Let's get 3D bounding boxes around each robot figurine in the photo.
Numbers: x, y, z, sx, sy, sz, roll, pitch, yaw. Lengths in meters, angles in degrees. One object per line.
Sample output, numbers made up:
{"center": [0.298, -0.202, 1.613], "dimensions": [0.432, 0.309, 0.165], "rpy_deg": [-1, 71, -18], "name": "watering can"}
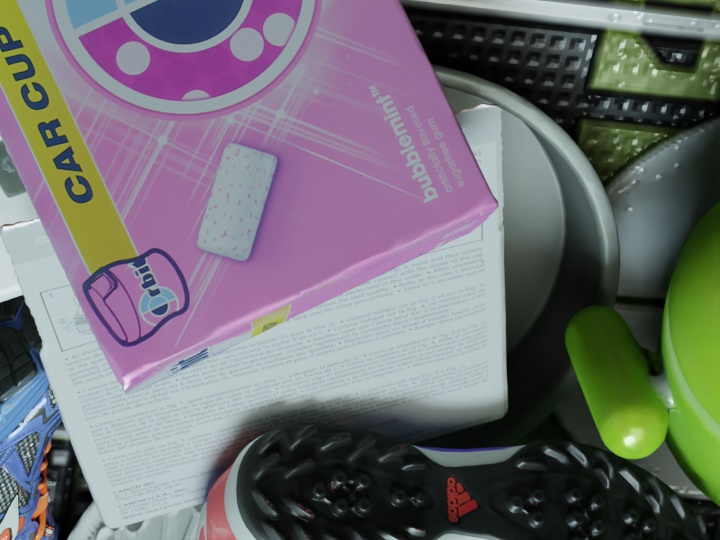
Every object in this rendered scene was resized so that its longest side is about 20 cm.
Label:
{"center": [0.170, 0.031, 0.784], "dimensions": [0.175, 0.116, 0.200], "rpy_deg": [-16, 161, 0], "name": "robot figurine"}

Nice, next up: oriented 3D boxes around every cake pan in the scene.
{"center": [0.000, 0.000, 0.818], "dimensions": [0.200, 0.037, 0.201], "rpy_deg": [-4, 124, -5], "name": "cake pan"}

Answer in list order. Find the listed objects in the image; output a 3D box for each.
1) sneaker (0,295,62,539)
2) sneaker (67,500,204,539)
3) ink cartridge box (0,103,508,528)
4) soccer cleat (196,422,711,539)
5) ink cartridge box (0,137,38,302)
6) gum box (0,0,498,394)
{"center": [-0.152, 0.085, 0.842], "dimensions": [0.078, 0.075, 0.200], "rpy_deg": [17, 128, -28], "name": "sneaker"}
{"center": [-0.057, 0.153, 0.885], "dimensions": [0.146, 0.081, 0.200], "rpy_deg": [15, 126, -40], "name": "sneaker"}
{"center": [-0.031, 0.007, 0.718], "dimensions": [0.161, 0.050, 0.200], "rpy_deg": [-15, 145, -5], "name": "ink cartridge box"}
{"center": [0.037, 0.100, 0.781], "dimensions": [0.200, 0.068, 0.073], "rpy_deg": [10, 155, -21], "name": "soccer cleat"}
{"center": [-0.093, -0.079, 0.702], "dimensions": [0.200, 0.084, 0.146], "rpy_deg": [-20, 105, 5], "name": "ink cartridge box"}
{"center": [-0.058, -0.079, 0.590], "dimensions": [0.113, 0.066, 0.200], "rpy_deg": [-25, 87, -6], "name": "gum box"}
